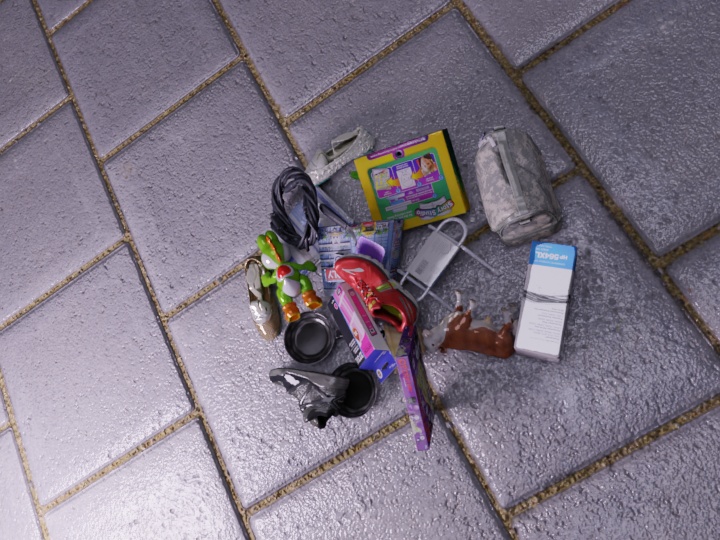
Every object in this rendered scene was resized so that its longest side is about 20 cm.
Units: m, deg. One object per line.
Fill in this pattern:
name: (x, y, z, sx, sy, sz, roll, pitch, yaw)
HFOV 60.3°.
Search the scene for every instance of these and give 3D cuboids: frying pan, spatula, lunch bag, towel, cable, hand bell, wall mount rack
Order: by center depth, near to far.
lunch bag: (0.302, -0.165, 1.206, 0.138, 0.168, 0.201, -17, 72, 15)
hand bell: (0.154, 0.134, 1.247, 0.199, 0.104, 0.105, -14, 73, 4)
spatula: (-0.023, -0.078, 1.256, 0.200, 0.020, 0.057, 45, 138, 32)
wall mount rack: (0.177, 0.001, 1.268, 0.173, 0.075, 0.201, 36, 91, 26)
frying pan: (-0.010, 0.213, 1.297, 0.114, 0.031, 0.191, 6, 82, 26)
frying pan: (-0.077, 0.128, 1.338, 0.189, 0.031, 0.115, -29, 69, 3)
cable: (-0.136, -0.133, 1.359, 0.200, 0.051, 0.164, 41, 119, 45)
towel: (-0.122, -0.084, 1.415, 0.200, 0.024, 0.147, -45, 67, 5)

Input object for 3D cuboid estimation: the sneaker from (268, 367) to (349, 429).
sneaker: (-0.120, 0.264, 1.296, 0.198, 0.076, 0.115, 6, 79, 31)

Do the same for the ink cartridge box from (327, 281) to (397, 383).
ink cartridge box: (0.001, 0.126, 1.246, 0.037, 0.095, 0.201, -19, 67, -31)

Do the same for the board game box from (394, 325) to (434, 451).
board game box: (0.105, 0.219, 1.165, 0.032, 0.120, 0.201, -7, 111, 19)

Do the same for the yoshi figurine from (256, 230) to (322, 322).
yoshi figurine: (-0.163, 0.008, 1.358, 0.112, 0.112, 0.201, -42, 71, 41)

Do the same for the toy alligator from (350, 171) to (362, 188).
toy alligator: (0.061, -0.199, 1.359, 0.199, 0.054, 0.060, 17, 84, 22)

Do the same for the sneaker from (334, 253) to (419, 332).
sneaker: (0.029, 0.044, 1.204, 0.200, 0.085, 0.077, 37, 130, -3)

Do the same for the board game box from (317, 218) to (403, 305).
board game box: (0.000, 0.000, 1.307, 0.199, 0.062, 0.201, -4, 95, 25)

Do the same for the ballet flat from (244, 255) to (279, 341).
ballet flat: (-0.230, 0.060, 1.397, 0.070, 0.065, 0.201, -20, 72, 17)

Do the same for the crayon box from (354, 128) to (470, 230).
crayon box: (0.108, -0.180, 1.292, 0.199, 0.058, 0.174, -14, 101, 22)

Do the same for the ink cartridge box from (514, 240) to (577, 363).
ink cartridge box: (0.345, 0.062, 1.151, 0.084, 0.146, 0.201, 10, 81, 19)

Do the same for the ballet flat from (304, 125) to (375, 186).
ballet flat: (-0.061, -0.265, 1.410, 0.199, 0.072, 0.072, -31, 70, 8)

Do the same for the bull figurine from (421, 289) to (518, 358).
bull figurine: (0.213, 0.111, 1.189, 0.199, 0.065, 0.122, 12, 107, -14)
